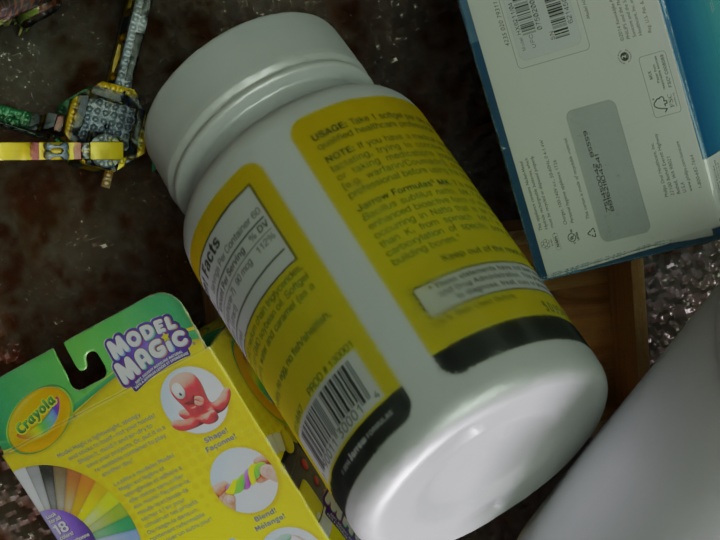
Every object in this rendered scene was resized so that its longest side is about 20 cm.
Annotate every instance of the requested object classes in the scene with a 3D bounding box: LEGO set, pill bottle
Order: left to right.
[{"bbox_3d":[-0.150,-0.120,0.834,0.199,0.116,0.155,24,85,-15],"label":"LEGO set"},{"bbox_3d":[0.000,0.000,0.818,0.114,0.115,0.201,-26,63,-14],"label":"pill bottle"}]

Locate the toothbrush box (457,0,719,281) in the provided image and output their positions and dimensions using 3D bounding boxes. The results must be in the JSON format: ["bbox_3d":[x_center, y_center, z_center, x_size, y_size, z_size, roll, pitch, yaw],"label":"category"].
[{"bbox_3d":[0.123,-0.095,0.872,0.085,0.200,0.148,-13,98,28],"label":"toothbrush box"}]

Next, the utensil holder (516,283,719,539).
[{"bbox_3d":[0.164,0.098,0.778,0.169,0.200,0.171,16,46,-17],"label":"utensil holder"}]

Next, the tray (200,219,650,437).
[{"bbox_3d":[0.031,0.034,0.930,0.198,0.037,0.100,-8,100,-15],"label":"tray"}]

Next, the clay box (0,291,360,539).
[{"bbox_3d":[-0.064,0.107,0.874,0.114,0.048,0.201,-26,100,23],"label":"clay box"}]
